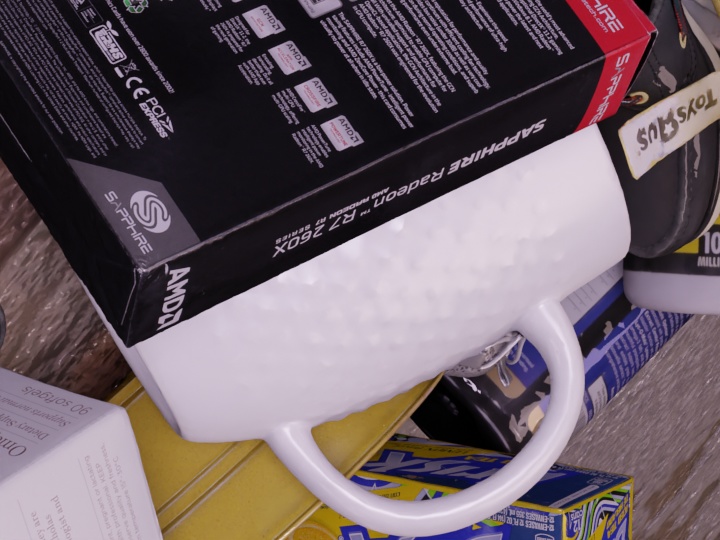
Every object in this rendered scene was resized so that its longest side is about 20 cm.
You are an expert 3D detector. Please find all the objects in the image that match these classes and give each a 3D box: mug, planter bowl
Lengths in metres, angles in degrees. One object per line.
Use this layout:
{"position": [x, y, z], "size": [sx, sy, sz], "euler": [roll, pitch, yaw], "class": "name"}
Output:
{"position": [0.000, 0.000, 0.913], "size": [0.175, 0.201, 0.148], "euler": [-31, 171, -9], "class": "mug"}
{"position": [-0.064, 0.071, 1.021], "size": [0.200, 0.084, 0.200], "euler": [-41, -177, 2], "class": "planter bowl"}

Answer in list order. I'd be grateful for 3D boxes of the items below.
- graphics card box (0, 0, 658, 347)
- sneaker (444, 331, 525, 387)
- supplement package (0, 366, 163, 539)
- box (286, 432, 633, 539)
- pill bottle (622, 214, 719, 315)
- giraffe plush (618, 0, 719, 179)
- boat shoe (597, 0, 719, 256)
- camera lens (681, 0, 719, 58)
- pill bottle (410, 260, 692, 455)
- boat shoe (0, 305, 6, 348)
{"position": [-0.021, -0.072, 0.804], "size": [0.199, 0.126, 0.051], "euler": [-26, 158, -26], "class": "graphics card box"}
{"position": [0.061, 0.009, 1.115], "size": [0.199, 0.082, 0.075], "euler": [-33, 166, 30], "class": "sneaker"}
{"position": [-0.173, 0.127, 0.842], "size": [0.200, 0.116, 0.118], "euler": [-34, 124, -36], "class": "supplement package"}
{"position": [0.022, 0.115, 1.139], "size": [0.070, 0.199, 0.065], "euler": [-16, 109, -54], "class": "box"}
{"position": [0.178, -0.082, 1.150], "size": [0.112, 0.112, 0.202], "euler": [-3, 95, -62], "class": "pill bottle"}
{"position": [0.204, -0.088, 0.834], "size": [0.200, 0.162, 0.173], "euler": [-50, 125, -28], "class": "giraffe plush"}
{"position": [0.087, -0.091, 0.925], "size": [0.063, 0.073, 0.203], "euler": [-48, 131, -49], "class": "boat shoe"}
{"position": [0.172, -0.181, 1.005], "size": [0.201, 0.160, 0.160], "euler": [-55, 158, 13], "class": "camera lens"}
{"position": [0.107, 0.003, 1.246], "size": [0.200, 0.112, 0.112], "euler": [-43, 158, -15], "class": "pill bottle"}
{"position": [-0.186, 0.016, 0.762], "size": [0.201, 0.063, 0.074], "euler": [-7, 135, -58], "class": "boat shoe"}
